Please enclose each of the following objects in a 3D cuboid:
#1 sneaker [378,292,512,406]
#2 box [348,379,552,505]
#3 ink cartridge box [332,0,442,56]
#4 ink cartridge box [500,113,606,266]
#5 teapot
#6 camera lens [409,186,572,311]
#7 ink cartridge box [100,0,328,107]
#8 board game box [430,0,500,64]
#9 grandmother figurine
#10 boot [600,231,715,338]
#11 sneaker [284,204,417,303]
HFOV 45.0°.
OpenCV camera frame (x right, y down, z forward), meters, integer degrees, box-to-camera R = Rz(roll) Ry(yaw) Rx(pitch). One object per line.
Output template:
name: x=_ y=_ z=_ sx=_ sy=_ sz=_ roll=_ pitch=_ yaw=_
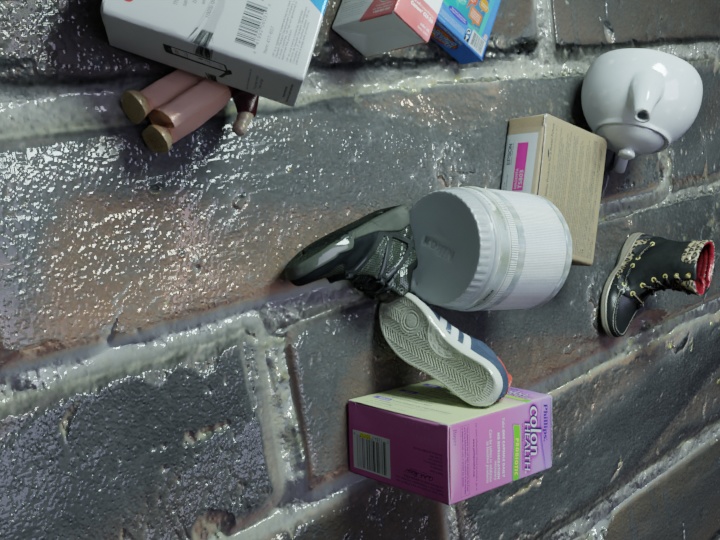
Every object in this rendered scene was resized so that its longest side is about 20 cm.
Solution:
sneaker: x=0.108 y=0.099 z=1.104 sx=0.084 sy=0.200 sz=0.075 roll=4 pitch=124 yaw=-56
box: x=0.114 y=0.208 z=1.105 sx=0.199 sy=0.175 sz=0.098 roll=-7 pitch=97 yaw=-42
ink cartridge box: x=0.054 y=-0.370 z=1.057 sx=0.067 sy=0.116 sz=0.201 roll=30 pitch=73 yaw=-38
ink cartridge box: x=0.288 y=-0.117 z=1.312 sx=0.164 sy=0.075 sz=0.202 roll=11 pitch=86 yaw=-40
teapot: x=0.431 y=-0.242 z=1.365 sx=0.199 sy=0.197 sz=0.147 roll=21 pitch=80 yaw=-34
camera lens: x=0.170 y=-0.027 z=1.152 sx=0.199 sy=0.159 sz=0.162 roll=1 pitch=92 yaw=-42
ink cartridge box: x=-0.135 y=-0.269 z=0.858 sx=0.198 sy=0.084 sz=0.147 roll=18 pitch=79 yaw=-8
board game box: x=0.133 y=-0.407 z=1.175 sx=0.152 sy=0.045 sz=0.201 roll=30 pitch=73 yaw=-38
grandmother figurine: x=-0.151 y=-0.200 z=0.921 sx=0.200 sy=0.060 sz=0.122 roll=-45 pitch=120 yaw=-30
boot: x=0.496 y=0.025 z=1.457 sx=0.073 sy=0.150 sz=0.201 roll=43 pitch=65 yaw=-35
sneaker: x=0.000 y=0.000 z=1.055 sx=0.199 sy=0.076 sz=0.115 roll=-26 pitch=100 yaw=-44
